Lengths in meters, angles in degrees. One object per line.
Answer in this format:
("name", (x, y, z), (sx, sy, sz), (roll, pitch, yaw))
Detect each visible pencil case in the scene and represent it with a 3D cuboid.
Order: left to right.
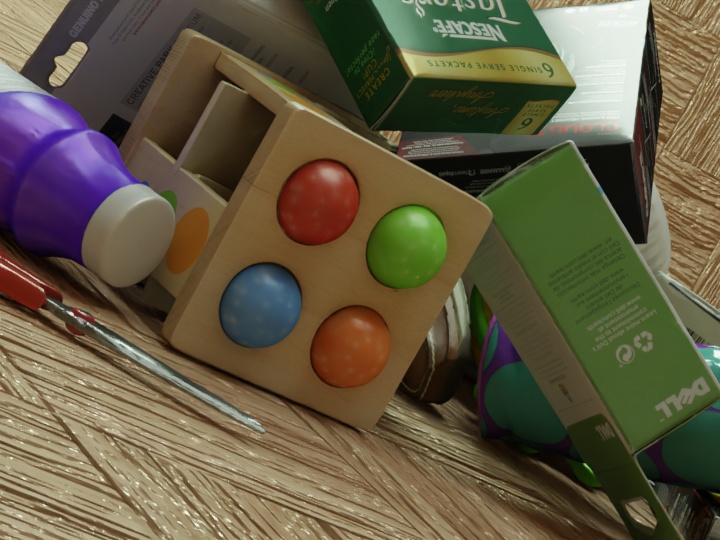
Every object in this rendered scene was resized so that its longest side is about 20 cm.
("pencil case", (0.163, 0.067, 1.289), (0.199, 0.093, 0.085), (12, -11, 16))

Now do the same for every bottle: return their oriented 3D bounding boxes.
("bottle", (-0.172, -0.059, 1.125), (0.199, 0.066, 0.083), (33, 17, 29))

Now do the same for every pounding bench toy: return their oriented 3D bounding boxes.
("pounding bench toy", (-0.009, -0.005, 1.164), (0.199, 0.125, 0.156), (26, 7, -33))

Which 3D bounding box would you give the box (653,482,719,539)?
("box", (0.241, 0.158, 1.328), (0.136, 0.040, 0.200), (22, 6, -1))

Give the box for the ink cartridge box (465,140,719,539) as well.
("ink cartridge box", (0.124, 0.042, 1.191), (0.201, 0.059, 0.104), (59, -10, 3))

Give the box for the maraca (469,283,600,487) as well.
("maraca", (0.124, 0.056, 1.424), (0.136, 0.107, 0.200), (25, 33, -8))

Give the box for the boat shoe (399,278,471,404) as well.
("boat shoe", (0.000, 0.000, 1.364), (0.073, 0.076, 0.200), (1, 38, -26))

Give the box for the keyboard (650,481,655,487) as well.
("keyboard", (0.249, 0.165, 1.477), (0.199, 0.040, 0.104), (33, 30, 16))

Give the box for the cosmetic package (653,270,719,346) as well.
("cosmetic package", (0.239, 0.081, 1.648), (0.105, 0.071, 0.200), (37, -4, 21))

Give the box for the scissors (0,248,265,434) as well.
("scissors", (-0.130, 0.016, 0.980), (0.199, 0.014, 0.073), (33, 4, 24))

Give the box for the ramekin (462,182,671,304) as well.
("ramekin", (0.127, -0.033, 1.641), (0.200, 0.105, 0.201), (49, -24, 30))

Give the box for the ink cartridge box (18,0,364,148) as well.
("ink cartridge box", (-0.090, -0.108, 1.282), (0.175, 0.200, 0.084), (27, 47, -19))

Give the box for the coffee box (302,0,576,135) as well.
("coffee box", (0.019, -0.159, 1.220), (0.122, 0.044, 0.201), (1, 53, -41))

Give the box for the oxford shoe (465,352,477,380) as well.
("oxford shoe", (0.149, 0.078, 1.554), (0.199, 0.058, 0.075), (29, 3, -23))

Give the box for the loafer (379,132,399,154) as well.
("loafer", (0.007, -0.047, 1.547), (0.068, 0.076, 0.200), (30, -4, 22))

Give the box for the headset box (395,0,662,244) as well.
("headset box", (0.107, -0.085, 1.474), (0.148, 0.078, 0.200), (-4, 33, 14))
